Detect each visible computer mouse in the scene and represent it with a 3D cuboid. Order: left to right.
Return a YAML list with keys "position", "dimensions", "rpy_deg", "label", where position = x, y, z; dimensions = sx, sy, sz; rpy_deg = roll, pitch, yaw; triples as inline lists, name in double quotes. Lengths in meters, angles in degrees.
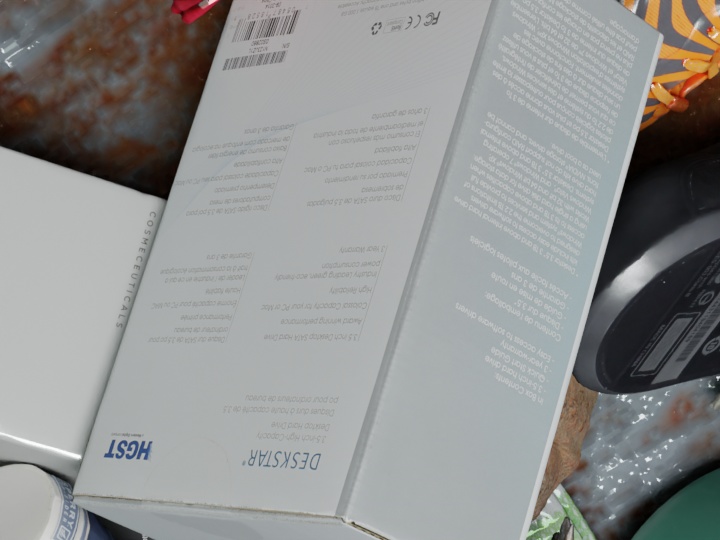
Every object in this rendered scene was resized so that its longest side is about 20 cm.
- position: [0.131, 0.001, 0.817]
  dimensions: [0.139, 0.200, 0.053]
  rpy_deg: [-53, 57, 25]
  label: "computer mouse"

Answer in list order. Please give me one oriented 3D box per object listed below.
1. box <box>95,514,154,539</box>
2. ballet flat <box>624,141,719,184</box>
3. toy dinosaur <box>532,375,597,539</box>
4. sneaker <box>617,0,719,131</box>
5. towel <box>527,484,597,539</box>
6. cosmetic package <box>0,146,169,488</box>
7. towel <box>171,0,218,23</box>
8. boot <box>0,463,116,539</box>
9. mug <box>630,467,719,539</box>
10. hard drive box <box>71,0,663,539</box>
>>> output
- position: [-0.165, 0.157, 0.919]
  dimensions: [0.159, 0.044, 0.201]
  rpy_deg: [8, 107, -5]
  label: "box"
- position: [0.148, -0.039, 0.873]
  dimensions: [0.199, 0.066, 0.057]
  rpy_deg: [-24, 63, 6]
  label: "ballet flat"
- position: [0.053, 0.069, 0.846]
  dimensions: [0.135, 0.086, 0.201]
  rpy_deg: [36, 77, -29]
  label: "toy dinosaur"
- position: [0.136, -0.088, 0.821]
  dimensions: [0.112, 0.078, 0.200]
  rpy_deg: [34, 105, 10]
  label: "sneaker"
- position: [0.021, 0.125, 0.900]
  dimensions: [0.149, 0.031, 0.200]
  rpy_deg: [-35, 109, -9]
  label: "towel"
- position: [-0.168, 0.004, 0.834]
  dimensions: [0.199, 0.085, 0.108]
  rpy_deg: [16, 75, -6]
  label: "cosmetic package"
- position: [0.029, -0.138, 0.781]
  dimensions: [0.199, 0.145, 0.023]
  rpy_deg: [-22, 101, 5]
  label: "towel"
- position: [-0.173, 0.142, 0.856]
  dimensions: [0.199, 0.073, 0.090]
  rpy_deg: [-18, 136, 21]
  label: "boot"
- position: [0.193, 0.149, 0.879]
  dimensions: [0.185, 0.114, 0.152]
  rpy_deg: [-40, 109, -4]
  label: "mug"
- position: [0.000, 0.000, 0.765]
  dimensions: [0.077, 0.156, 0.201]
  rpy_deg: [29, 71, -35]
  label: "hard drive box"
